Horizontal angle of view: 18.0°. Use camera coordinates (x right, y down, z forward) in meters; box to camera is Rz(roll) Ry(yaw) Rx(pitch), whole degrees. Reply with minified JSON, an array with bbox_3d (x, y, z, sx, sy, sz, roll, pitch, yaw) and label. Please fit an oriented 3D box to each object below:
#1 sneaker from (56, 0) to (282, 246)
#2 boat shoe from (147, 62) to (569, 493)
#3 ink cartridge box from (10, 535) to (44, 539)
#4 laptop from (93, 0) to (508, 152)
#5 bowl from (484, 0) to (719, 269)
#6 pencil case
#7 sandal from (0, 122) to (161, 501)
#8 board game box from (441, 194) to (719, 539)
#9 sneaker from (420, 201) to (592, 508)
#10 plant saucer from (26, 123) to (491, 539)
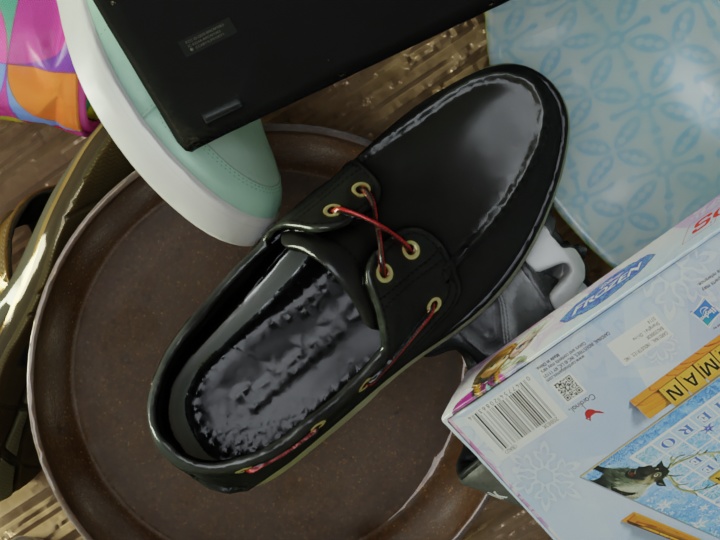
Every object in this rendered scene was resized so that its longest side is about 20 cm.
[{"bbox_3d":[-0.050,-0.116,0.839,0.118,0.074,0.201,-27,81,23],"label":"sneaker"},{"bbox_3d":[0.002,0.002,0.842,0.074,0.063,0.201,44,91,12],"label":"boat shoe"},{"bbox_3d":[-0.144,0.199,0.888,0.086,0.200,0.147,12,97,10],"label":"ink cartridge box"},{"bbox_3d":[-0.026,-0.183,0.797,0.187,0.116,0.200,-24,118,10],"label":"laptop"},{"bbox_3d":[0.156,-0.087,0.846,0.200,0.108,0.200,25,132,31],"label":"bowl"},{"bbox_3d":[-0.191,-0.112,0.928,0.200,0.088,0.089,13,97,7],"label":"pencil case"},{"bbox_3d":[-0.131,0.008,0.940,0.054,0.080,0.200,38,106,29],"label":"sandal"},{"bbox_3d":[0.167,0.067,0.800,0.200,0.041,0.200,-36,100,31],"label":"board game box"},{"bbox_3d":[0.087,0.073,0.893,0.090,0.066,0.200,-35,96,-3],"label":"sneaker"},{"bbox_3d":[-0.034,0.041,0.915,0.200,0.034,0.201,-1,94,-10],"label":"plant saucer"}]
